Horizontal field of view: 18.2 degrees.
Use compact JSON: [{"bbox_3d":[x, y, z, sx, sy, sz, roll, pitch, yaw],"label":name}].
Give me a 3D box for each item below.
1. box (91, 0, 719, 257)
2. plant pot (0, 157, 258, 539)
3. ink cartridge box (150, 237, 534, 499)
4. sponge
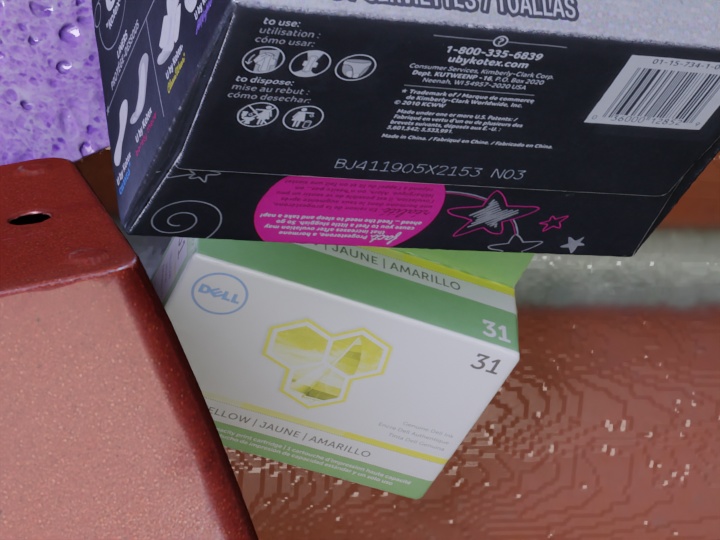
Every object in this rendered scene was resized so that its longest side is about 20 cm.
[{"bbox_3d":[0.023,-0.089,0.767,0.200,0.115,0.132,2,147,-23],"label":"box"},{"bbox_3d":[-0.142,0.070,0.776,0.199,0.200,0.177,-12,112,-14],"label":"plant pot"},{"bbox_3d":[0.000,0.000,0.905,0.145,0.048,0.200,17,133,-16],"label":"ink cartridge box"},{"bbox_3d":[-0.159,-0.126,0.852,0.111,0.030,0.200,-26,100,-36],"label":"sponge"}]
